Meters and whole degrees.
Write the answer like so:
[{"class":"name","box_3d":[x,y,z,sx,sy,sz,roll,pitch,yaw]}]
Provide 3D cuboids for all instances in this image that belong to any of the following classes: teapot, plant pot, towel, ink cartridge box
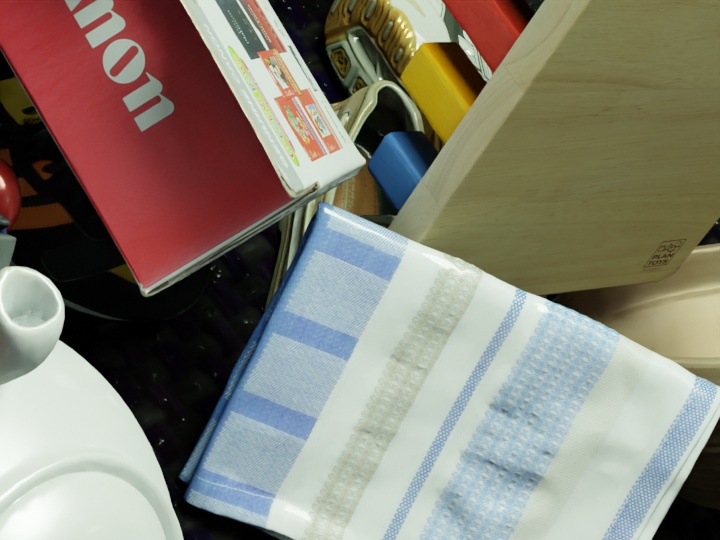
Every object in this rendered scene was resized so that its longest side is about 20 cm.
[{"class":"teapot","box_3d":[-0.126,0.113,0.745,0.200,0.145,0.198,37,73,-51]},{"class":"plant pot","box_3d":[0.189,0.054,1.056,0.200,0.200,0.093,-19,109,-41]},{"class":"towel","box_3d":[0.040,0.074,0.945,0.199,0.147,0.024,25,14,-12]},{"class":"ink cartridge box","box_3d":[-0.092,-0.100,0.863,0.201,0.084,0.176,59,9,-1]}]

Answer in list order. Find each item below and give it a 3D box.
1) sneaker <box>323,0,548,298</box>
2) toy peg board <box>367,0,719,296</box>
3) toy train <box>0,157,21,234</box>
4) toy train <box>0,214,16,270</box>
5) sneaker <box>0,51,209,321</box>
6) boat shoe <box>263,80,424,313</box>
[{"class":"sneaker","box_3d":[0.061,-0.069,1.112,0.087,0.076,0.201,-5,61,-39]},{"class":"toy peg board","box_3d":[0.099,-0.090,0.983,0.199,0.199,0.098,-5,52,-42]},{"class":"toy train","box_3d":[-0.229,-0.050,0.886,0.084,0.116,0.200,-15,59,-50]},{"class":"toy train","box_3d":[-0.210,-0.032,0.787,0.199,0.034,0.046,18,5,25]},{"class":"sneaker","box_3d":[-0.138,-0.053,0.935,0.200,0.090,0.070,44,69,-10]},{"class":"boat shoe","box_3d":[0.000,0.000,1.021,0.074,0.068,0.201,12,50,-24]}]
